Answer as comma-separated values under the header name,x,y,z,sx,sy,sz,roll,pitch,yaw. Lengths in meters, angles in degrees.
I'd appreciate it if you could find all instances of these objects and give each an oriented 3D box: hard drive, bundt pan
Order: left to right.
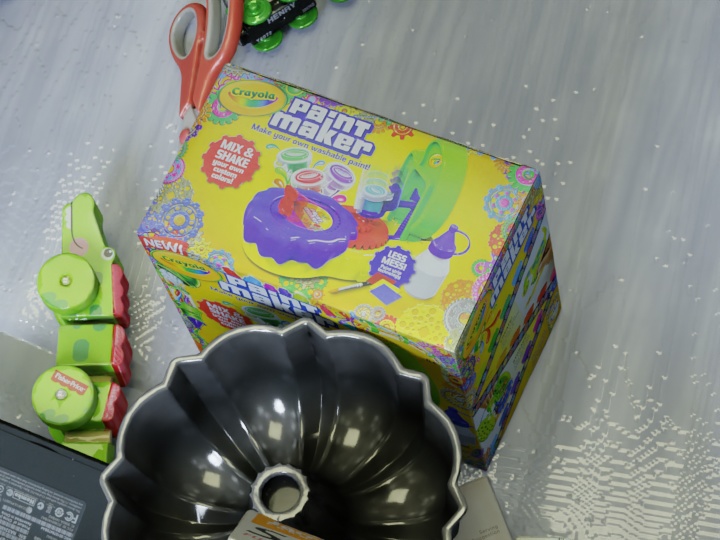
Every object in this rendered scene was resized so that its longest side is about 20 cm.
name,x,y,z,sx,sy,sz,roll,pitch,yaw
hard drive,-0.217,0.196,1.341,0.139,0.033,0.200,20,87,17
bundt pan,-0.036,0.133,1.238,0.201,0.076,0.202,-4,66,9

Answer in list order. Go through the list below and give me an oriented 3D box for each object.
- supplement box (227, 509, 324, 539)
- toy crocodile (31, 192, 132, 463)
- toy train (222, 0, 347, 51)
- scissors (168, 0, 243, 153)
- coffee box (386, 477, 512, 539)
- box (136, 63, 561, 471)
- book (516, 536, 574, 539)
name,x,y,z,sx,sy,sz,roll,pitch,yaw
supplement box,-0.036,0.237,1.129,0.126,0.074,0.200,19,97,4
toy crocodile,-0.167,0.049,1.412,0.062,0.068,0.200,-3,67,3
toy train,-0.009,-0.218,1.525,0.200,0.042,0.056,-33,55,-6
scissors,-0.107,-0.100,1.478,0.073,0.014,0.200,-21,56,43
coffee box,0.003,0.214,1.291,0.200,0.080,0.115,-20,64,0
box,0.000,0.000,1.336,0.200,0.193,0.122,20,70,18
book,0.122,0.253,1.220,0.048,0.134,0.200,-4,73,38
